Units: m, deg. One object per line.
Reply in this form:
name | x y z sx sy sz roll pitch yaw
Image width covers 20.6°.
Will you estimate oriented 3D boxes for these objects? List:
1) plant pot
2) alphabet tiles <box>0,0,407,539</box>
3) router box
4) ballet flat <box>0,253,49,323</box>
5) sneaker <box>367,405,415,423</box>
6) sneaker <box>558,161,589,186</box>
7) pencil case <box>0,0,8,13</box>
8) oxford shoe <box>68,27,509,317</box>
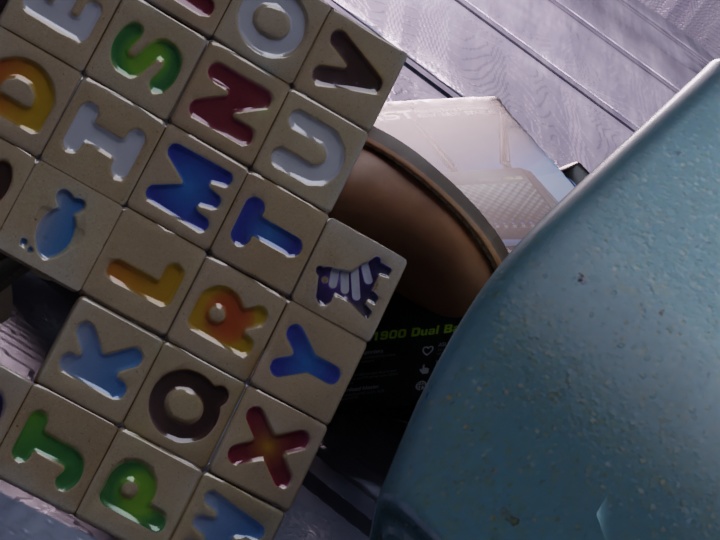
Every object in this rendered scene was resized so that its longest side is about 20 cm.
plant pot | 0.106 0.091 0.673 0.200 0.196 0.196 -34 63 -29
alphabet tiles | -0.067 -0.013 0.680 0.167 0.200 0.008 30 -12 -16
router box | -0.001 -0.009 0.847 0.200 0.062 0.150 -5 34 -23
ballet flat | -0.130 -0.014 0.730 0.067 0.064 0.200 20 39 28
sneaker | 0.000 0.000 0.935 0.200 0.076 0.115 44 18 19
sneaker | 0.101 -0.001 0.997 0.200 0.070 0.078 126 -58 -77
pencil case | -0.153 -0.122 0.765 0.089 0.200 0.078 32 13 9
oxford shoe | -0.035 -0.028 0.730 0.200 0.071 0.071 30 61 -14
